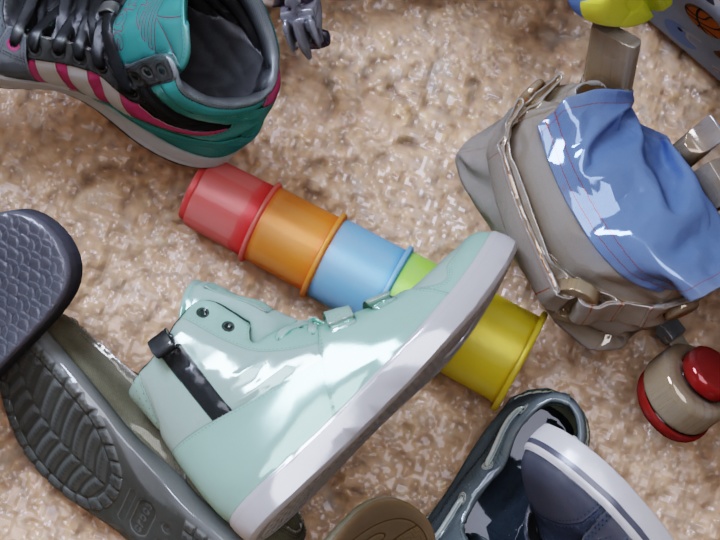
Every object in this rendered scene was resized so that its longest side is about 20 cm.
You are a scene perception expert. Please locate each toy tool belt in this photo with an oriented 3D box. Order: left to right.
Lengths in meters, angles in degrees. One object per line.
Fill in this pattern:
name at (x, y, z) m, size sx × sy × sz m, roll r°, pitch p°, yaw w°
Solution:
toy tool belt at (0.149, -0.020, 0.970) m, size 0.125 × 0.123 × 0.200 m, roll -27°, pitch 78°, yaw -47°

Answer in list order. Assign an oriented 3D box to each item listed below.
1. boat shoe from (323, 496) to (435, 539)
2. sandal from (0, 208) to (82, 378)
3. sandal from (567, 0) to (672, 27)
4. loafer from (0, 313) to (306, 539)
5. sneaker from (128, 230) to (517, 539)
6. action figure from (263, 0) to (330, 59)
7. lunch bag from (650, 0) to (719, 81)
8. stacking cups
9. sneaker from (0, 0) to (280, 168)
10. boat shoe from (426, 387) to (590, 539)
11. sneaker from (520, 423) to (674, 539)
boat shoe at (-0.029, 0.203, 0.941) m, size 0.072 × 0.065 × 0.201 m, roll 28°, pitch 81°, yaw -19°
sandal at (-0.213, 0.049, 0.952) m, size 0.200 × 0.043 × 0.076 m, roll -38°, pitch 86°, yaw 13°
sandal at (0.150, -0.211, 0.957) m, size 0.087 × 0.080 × 0.200 m, roll 24°, pitch 71°, yaw 19°
loafer at (-0.106, 0.095, 0.970) m, size 0.200 × 0.075 × 0.070 m, roll 46°, pitch 43°, yaw 8°
sneaker at (-0.021, 0.024, 0.930) m, size 0.200 × 0.074 × 0.118 m, roll -43°, pitch 79°, yaw -13°
action figure at (-0.028, -0.176, 1.026) m, size 0.199 × 0.069 × 0.130 m, roll -16°, pitch 63°, yaw -18°
lunch bag at (0.254, -0.195, 1.041) m, size 0.170 × 0.124 × 0.200 m, roll 41°, pitch 83°, yaw 7°
stacking cups at (0.000, 0.000, 1.006) m, size 0.200 × 0.061 × 0.061 m, roll 30°, pitch 76°, yaw 6°
sneaker at (-0.120, -0.119, 0.918) m, size 0.199 × 0.121 × 0.084 m, roll 23°, pitch 64°, yaw -24°
boat shoe at (0.059, 0.148, 0.969) m, size 0.073 × 0.062 × 0.200 m, roll 30°, pitch 76°, yaw 2°
sneaker at (0.125, 0.170, 0.932) m, size 0.079 × 0.078 × 0.200 m, roll -41°, pitch 112°, yaw -13°
